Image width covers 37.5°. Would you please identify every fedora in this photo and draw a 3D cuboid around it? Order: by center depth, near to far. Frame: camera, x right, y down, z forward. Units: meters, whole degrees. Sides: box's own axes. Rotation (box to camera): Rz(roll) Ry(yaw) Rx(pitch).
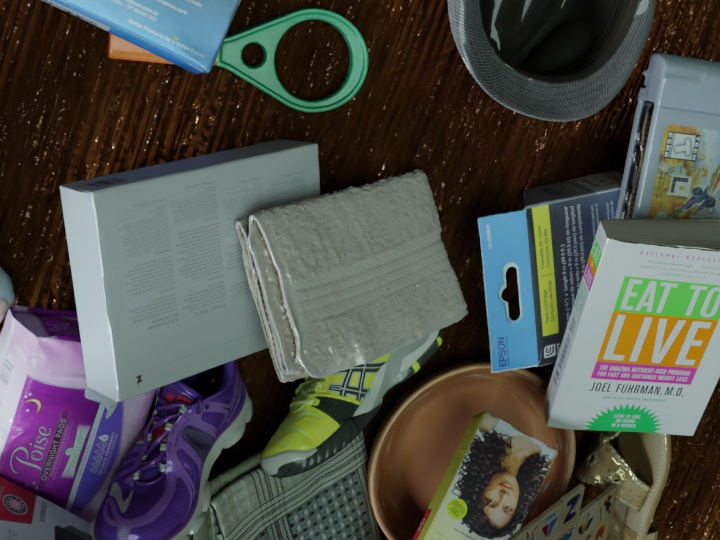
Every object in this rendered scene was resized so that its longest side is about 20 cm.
[{"bbox_3d":[0.137,-0.220,0.820,0.176,0.090,0.201,6,99,-20],"label":"fedora"}]

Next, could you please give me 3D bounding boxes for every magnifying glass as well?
[{"bbox_3d":[-0.091,-0.166,0.811,0.199,0.022,0.080,2,107,-19],"label":"magnifying glass"}]

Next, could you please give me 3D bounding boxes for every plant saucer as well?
[{"bbox_3d":[0.098,0.172,0.963,0.199,0.037,0.202,-5,107,-16],"label":"plant saucer"}]

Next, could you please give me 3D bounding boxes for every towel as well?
[{"bbox_3d":[0.000,0.000,0.821,0.199,0.034,0.133,-20,95,-41],"label":"towel"},{"bbox_3d":[-0.057,0.237,0.896,0.199,0.034,0.194,-25,116,-39],"label":"towel"}]

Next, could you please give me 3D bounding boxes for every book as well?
[{"bbox_3d":[0.236,0.050,0.869,0.133,0.048,0.201,3,127,-6],"label":"book"}]

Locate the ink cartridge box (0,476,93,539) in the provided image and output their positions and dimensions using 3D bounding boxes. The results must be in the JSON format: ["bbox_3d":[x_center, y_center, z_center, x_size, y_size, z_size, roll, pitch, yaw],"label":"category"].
[{"bbox_3d":[-0.202,0.244,0.733,0.199,0.145,0.084,33,97,-19],"label":"ink cartridge box"}]

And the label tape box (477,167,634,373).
[{"bbox_3d":[0.192,-0.005,0.920,0.199,0.066,0.144,-12,109,-10],"label":"label tape box"}]

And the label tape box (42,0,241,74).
[{"bbox_3d":[-0.135,-0.259,0.737,0.144,0.063,0.201,23,92,-19],"label":"label tape box"}]

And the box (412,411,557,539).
[{"bbox_3d":[0.086,0.224,0.888,0.075,0.050,0.201,28,79,-2],"label":"box"}]

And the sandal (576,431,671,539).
[{"bbox_3d":[0.237,0.197,0.991,0.069,0.078,0.213,-12,115,-19],"label":"sandal"}]

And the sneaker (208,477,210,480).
[{"bbox_3d":[-0.159,0.253,0.891,0.073,0.082,0.201,-2,109,-17],"label":"sneaker"}]

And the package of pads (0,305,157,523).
[{"bbox_3d":[-0.238,0.130,0.821,0.120,0.076,0.201,11,105,-39],"label":"package of pads"}]

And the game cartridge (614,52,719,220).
[{"bbox_3d":[0.281,-0.071,0.874,0.132,0.042,0.201,5,103,-12],"label":"game cartridge"}]

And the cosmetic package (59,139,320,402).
[{"bbox_3d":[-0.115,-0.007,0.790,0.199,0.052,0.152,-18,110,-40],"label":"cosmetic package"}]

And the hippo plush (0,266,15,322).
[{"bbox_3d":[-0.317,0.014,0.724,0.159,0.161,0.201,31,97,-22],"label":"hippo plush"}]

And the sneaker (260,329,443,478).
[{"bbox_3d":[-0.019,0.087,0.867,0.077,0.075,0.200,52,58,-12],"label":"sneaker"}]

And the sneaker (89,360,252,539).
[{"bbox_3d":[-0.147,0.129,0.802,0.080,0.200,0.084,7,129,13],"label":"sneaker"}]

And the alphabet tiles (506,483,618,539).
[{"bbox_3d":[0.161,0.266,0.919,0.199,0.008,0.168,-22,127,-42],"label":"alphabet tiles"}]
